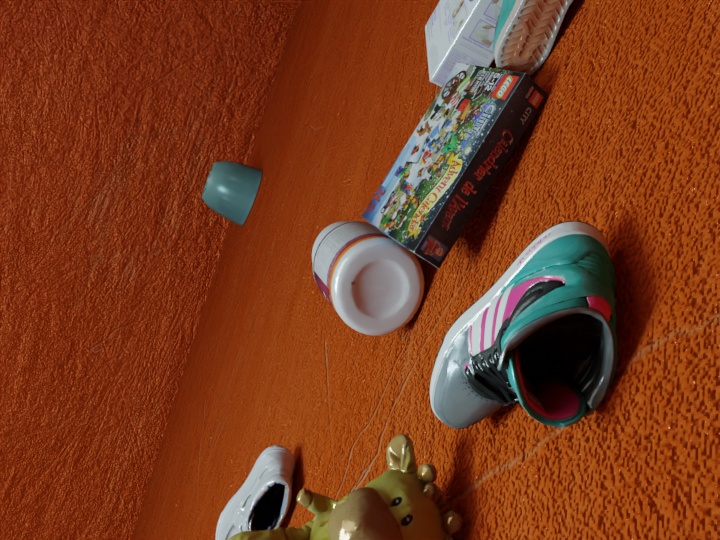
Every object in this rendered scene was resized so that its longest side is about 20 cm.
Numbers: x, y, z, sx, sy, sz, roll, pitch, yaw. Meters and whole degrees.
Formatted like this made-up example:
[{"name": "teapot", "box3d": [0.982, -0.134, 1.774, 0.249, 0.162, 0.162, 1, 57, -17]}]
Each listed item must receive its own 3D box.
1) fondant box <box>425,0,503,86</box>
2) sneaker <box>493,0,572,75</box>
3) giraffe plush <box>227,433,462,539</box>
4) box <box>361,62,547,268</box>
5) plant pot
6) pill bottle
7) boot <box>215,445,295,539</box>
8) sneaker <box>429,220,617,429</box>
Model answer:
[{"name": "fondant box", "box3d": [0.150, -0.328, 0.900, 0.146, 0.057, 0.201, -88, 24, -47]}, {"name": "sneaker", "box3d": [0.185, -0.294, 0.749, 0.081, 0.070, 0.201, -95, 29, -48]}, {"name": "giraffe plush", "box3d": [0.005, 0.235, 0.628, 0.162, 0.173, 0.199, -45, -7, 32]}, {"name": "box", "box3d": [0.091, -0.115, 0.793, 0.202, 0.037, 0.136, -58, 28, 3]}, {"name": "plant pot", "box3d": [-0.440, -0.274, 2.566, 0.202, 0.158, 0.202, -58, 19, 34]}, {"name": "pill bottle", "box3d": [0.000, 0.000, 0.930, 0.111, 0.108, 0.200, -67, 16, 6]}, {"name": "boot", "box3d": [-0.152, 0.348, 1.066, 0.096, 0.072, 0.203, -103, 37, -73]}, {"name": "sneaker", "box3d": [0.114, 0.073, 0.543, 0.201, 0.083, 0.121, -58, 10, 30]}]
